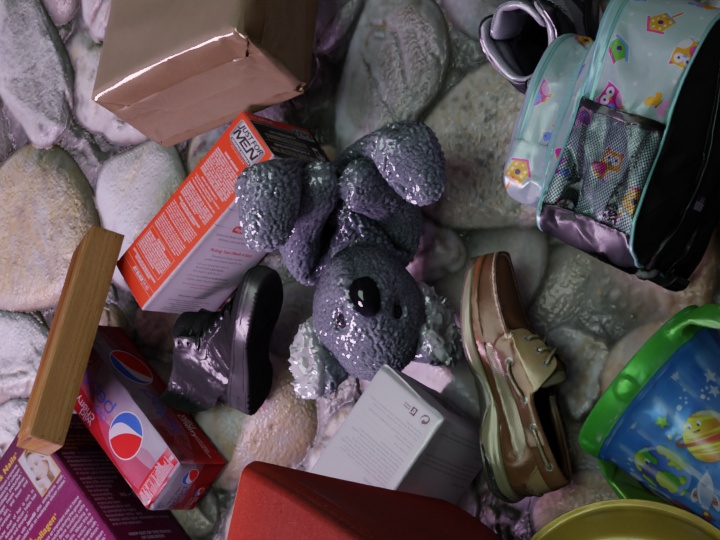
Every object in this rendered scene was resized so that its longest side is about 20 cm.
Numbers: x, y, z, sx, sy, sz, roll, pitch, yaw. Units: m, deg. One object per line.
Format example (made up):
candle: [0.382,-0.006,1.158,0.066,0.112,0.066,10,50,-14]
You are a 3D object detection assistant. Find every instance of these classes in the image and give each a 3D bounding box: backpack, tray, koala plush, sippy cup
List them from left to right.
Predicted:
tray: [-0.271,0.066,1.411,0.099,0.037,0.202,149,138,-67]
koala plush: [0.000,0.000,1.277,0.175,0.184,0.202,-16,86,-4]
backpack: [0.207,-0.107,1.126,0.153,0.175,0.202,29,97,30]
sippy cup: [0.250,0.117,1.105,0.130,0.178,0.140,41,80,20]

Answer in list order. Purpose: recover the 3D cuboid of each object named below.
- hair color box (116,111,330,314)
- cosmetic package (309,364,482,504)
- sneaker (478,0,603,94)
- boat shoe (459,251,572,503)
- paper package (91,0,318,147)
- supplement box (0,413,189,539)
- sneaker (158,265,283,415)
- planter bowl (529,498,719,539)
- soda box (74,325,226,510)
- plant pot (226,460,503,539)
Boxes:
hair color box: [-0.124,-0.048,1.399,0.200,0.101,0.061,-46,61,21]
cosmetic package: [0.012,0.191,1.250,0.081,0.113,0.201,39,94,34]
sneaker: [0.144,-0.220,1.218,0.075,0.113,0.202,-18,75,32]
boat shoe: [0.133,0.084,1.226,0.073,0.075,0.202,-10,87,29]
paper package: [-0.137,-0.236,1.384,0.189,0.103,0.202,-17,52,33]
supplement box: [-0.271,0.253,1.469,0.200,0.103,0.131,48,111,28]
sneaker: [-0.131,0.062,1.382,0.103,0.060,0.201,26,134,20]
planter bowl: [0.191,0.271,1.067,0.198,0.083,0.203,4,106,14]
soda box: [-0.219,0.140,1.464,0.200,0.070,0.064,48,111,30]
plant pot: [0.019,0.263,1.079,0.176,0.198,0.202,5,80,57]
